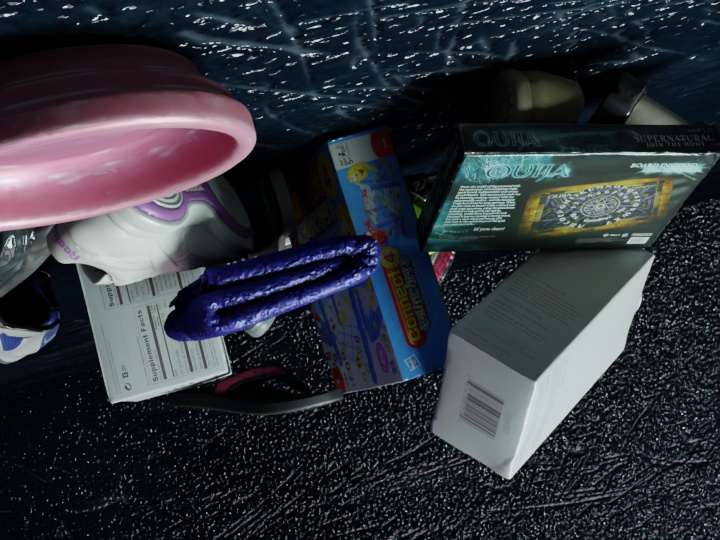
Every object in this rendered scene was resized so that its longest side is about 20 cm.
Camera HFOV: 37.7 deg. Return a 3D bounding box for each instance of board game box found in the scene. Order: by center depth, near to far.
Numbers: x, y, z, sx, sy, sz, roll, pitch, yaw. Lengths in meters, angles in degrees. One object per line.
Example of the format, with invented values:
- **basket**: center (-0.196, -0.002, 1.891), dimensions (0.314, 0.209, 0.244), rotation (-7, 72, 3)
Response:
- **board game box**: center (0.151, -0.060, 0.788), dimensions (0.196, 0.029, 0.136), rotation (-1, 151, -13)
- **board game box**: center (0.000, 0.000, 0.916), dimensions (0.055, 0.199, 0.200), rotation (-17, 175, -18)

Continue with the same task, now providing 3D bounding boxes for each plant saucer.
- **plant saucer**: center (-0.156, -0.069, 0.560), dimensions (0.197, 0.052, 0.201), rotation (-14, 176, -1)

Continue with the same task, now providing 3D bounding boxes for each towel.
- **towel**: center (-0.077, 0.010, 0.825), dimensions (0.146, 0.050, 0.200), rotation (-22, -178, -19)

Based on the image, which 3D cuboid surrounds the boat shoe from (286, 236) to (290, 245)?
- **boat shoe**: center (-0.034, -0.047, 1.078), dimensions (0.198, 0.067, 0.071), rotation (-19, 173, 43)

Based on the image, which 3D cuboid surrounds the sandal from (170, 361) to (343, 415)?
- **sandal**: center (-0.105, 0.109, 1.002), dimensions (0.197, 0.046, 0.075), rotation (-2, 179, 36)

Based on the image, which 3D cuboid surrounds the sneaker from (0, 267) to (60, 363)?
- **sneaker**: center (-0.358, 0.049, 1.124), dimensions (0.113, 0.082, 0.199), rotation (-13, 174, 13)

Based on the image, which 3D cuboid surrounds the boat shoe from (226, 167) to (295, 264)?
- **boat shoe**: center (-0.098, -0.036, 0.962), dimensions (0.061, 0.076, 0.200), rotation (-15, 174, -11)

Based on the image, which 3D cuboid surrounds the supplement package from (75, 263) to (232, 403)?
- **supplement package**: center (-0.197, 0.039, 1.028), dimensions (0.109, 0.158, 0.200), rotation (-15, 175, -8)

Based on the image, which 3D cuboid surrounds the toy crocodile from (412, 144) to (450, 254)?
- **toy crocodile**: center (0.093, -0.069, 0.988), dimensions (0.067, 0.062, 0.201), rotation (-19, 154, -53)

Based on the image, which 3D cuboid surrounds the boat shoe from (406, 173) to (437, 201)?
- **boat shoe**: center (0.069, -0.075, 1.143), dimensions (0.197, 0.069, 0.057), rotation (-13, 155, -24)

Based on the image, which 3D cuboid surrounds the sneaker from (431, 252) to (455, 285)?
- **sneaker**: center (0.073, -0.045, 1.221), dimensions (0.074, 0.081, 0.201), rotation (25, -153, -2)

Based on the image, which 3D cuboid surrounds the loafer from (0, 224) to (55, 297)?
- **loafer**: center (-0.266, -0.012, 0.775), dimensions (0.072, 0.074, 0.199), rotation (-16, 178, -39)

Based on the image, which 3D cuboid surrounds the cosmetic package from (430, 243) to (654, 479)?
- **cosmetic package**: center (0.148, 0.056, 0.846), dimensions (0.080, 0.114, 0.199), rotation (29, -137, 24)

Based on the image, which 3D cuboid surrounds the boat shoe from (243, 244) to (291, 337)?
- **boat shoe**: center (-0.100, 0.008, 1.172), dimensions (0.072, 0.062, 0.200), rotation (-32, -167, 26)

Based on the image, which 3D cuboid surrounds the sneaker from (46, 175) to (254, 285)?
- **sneaker**: center (-0.148, -0.033, 0.765), dimensions (0.099, 0.076, 0.199), rotation (-34, 164, 16)

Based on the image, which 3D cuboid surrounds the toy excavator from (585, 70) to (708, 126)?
- **toy excavator**: center (0.205, -0.049, 0.935), dimensions (0.201, 0.099, 0.195), rotation (-55, 174, -4)

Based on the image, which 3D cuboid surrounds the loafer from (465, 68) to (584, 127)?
- **loafer**: center (0.125, -0.102, 0.834), dimensions (0.066, 0.078, 0.200), rotation (0, 174, -4)
